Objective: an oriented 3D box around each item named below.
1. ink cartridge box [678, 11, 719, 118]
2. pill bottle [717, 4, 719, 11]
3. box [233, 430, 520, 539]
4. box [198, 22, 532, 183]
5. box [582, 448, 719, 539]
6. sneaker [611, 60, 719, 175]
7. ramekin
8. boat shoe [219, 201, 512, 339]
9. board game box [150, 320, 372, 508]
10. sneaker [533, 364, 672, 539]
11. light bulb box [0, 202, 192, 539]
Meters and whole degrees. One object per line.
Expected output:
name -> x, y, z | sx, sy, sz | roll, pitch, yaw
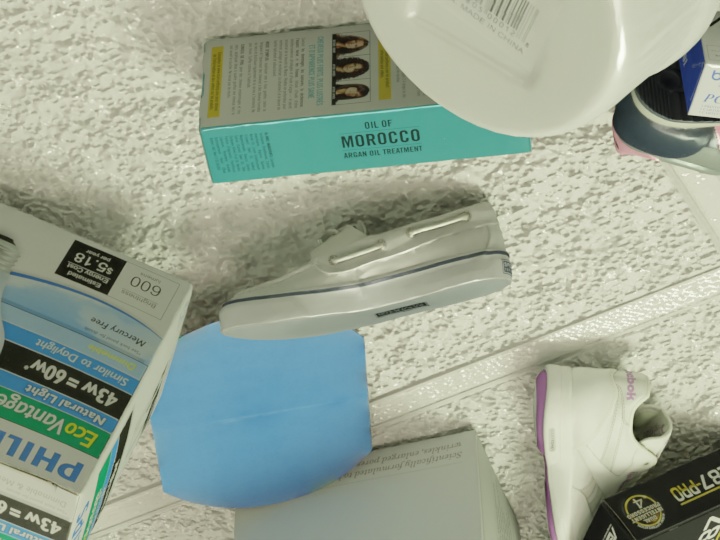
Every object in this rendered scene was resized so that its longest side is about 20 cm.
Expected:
ink cartridge box -> 0.292, -0.129, 1.304 | 0.198, 0.094, 0.044 | 6, 136, -7
pill bottle -> 0.275, -0.188, 1.231 | 0.198, 0.112, 0.112 | 0, 136, 1
box -> 0.015, 0.249, 1.617 | 0.198, 0.201, 0.131 | -12, 137, 12
box -> 0.003, -0.107, 1.335 | 0.198, 0.083, 0.049 | -5, 137, 6
box -> 0.224, 0.221, 1.646 | 0.160, 0.049, 0.201 | -20, 145, -32
sneaker -> 0.254, -0.088, 1.377 | 0.199, 0.071, 0.082 | 13, 151, -9
ramekin -> 0.090, -0.171, 1.191 | 0.200, 0.098, 0.201 | 24, 136, 25
boat shoe -> 0.000, 0.000, 1.458 | 0.198, 0.066, 0.074 | -11, 167, 1
board game box -> -0.074, 0.089, 1.567 | 0.157, 0.039, 0.201 | -10, 135, -5
sneaker -> 0.181, 0.148, 1.601 | 0.099, 0.075, 0.201 | -5, 136, 7
light bulb box -> -0.240, 0.075, 1.404 | 0.197, 0.201, 0.125 | 22, 134, 2
